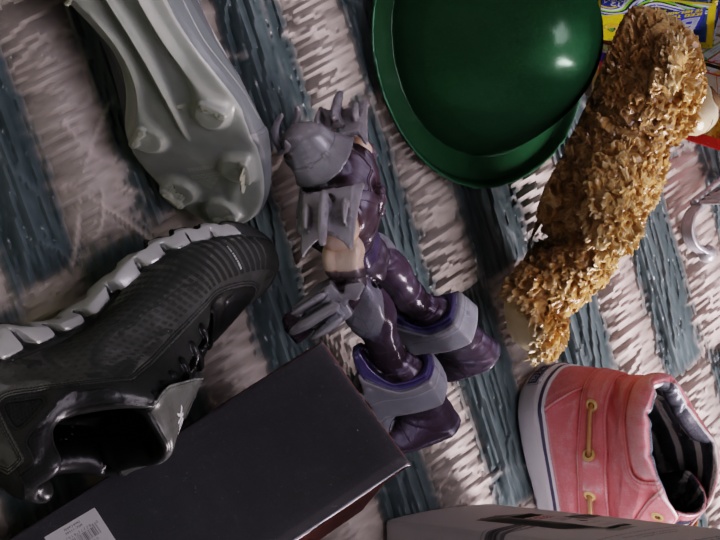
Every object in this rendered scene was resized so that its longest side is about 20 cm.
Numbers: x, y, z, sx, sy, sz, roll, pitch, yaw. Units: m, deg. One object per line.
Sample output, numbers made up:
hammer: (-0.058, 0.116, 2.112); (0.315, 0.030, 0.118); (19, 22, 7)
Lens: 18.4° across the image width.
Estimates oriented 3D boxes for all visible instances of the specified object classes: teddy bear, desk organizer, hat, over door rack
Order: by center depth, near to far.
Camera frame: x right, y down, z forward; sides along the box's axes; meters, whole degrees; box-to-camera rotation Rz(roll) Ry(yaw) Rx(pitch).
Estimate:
desk organizer: (-0.083, 0.123, 1.015); (0.200, 0.077, 0.072); (-32, 78, -24)
hat: (0.117, -0.126, 1.146); (0.200, 0.176, 0.166); (-13, 99, -44)
teddy bear: (0.133, -0.039, 1.183); (0.200, 0.067, 0.145); (-64, 173, -6)
over door rack: (0.306, -0.069, 1.356); (0.200, 0.148, 0.067); (-47, 120, -34)

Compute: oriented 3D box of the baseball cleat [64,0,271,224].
baseball cleat: (-0.084, -0.117, 1.024); (0.107, 0.070, 0.200); (-72, 148, -43)

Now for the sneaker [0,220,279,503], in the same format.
sneaker: (-0.099, 0.046, 0.984); (0.200, 0.090, 0.067); (-28, 150, -38)

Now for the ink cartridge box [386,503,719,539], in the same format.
ink cartridge box: (0.107, 0.200, 1.120); (0.083, 0.200, 0.147); (-2, 91, -42)

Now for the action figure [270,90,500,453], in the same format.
action figure: (0.000, 0.000, 1.092); (0.200, 0.069, 0.130); (62, 32, -37)

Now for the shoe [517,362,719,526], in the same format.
shoe: (0.154, 0.147, 1.243); (0.071, 0.091, 0.201); (-28, 109, -41)

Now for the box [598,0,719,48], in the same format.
box: (0.175, -0.229, 1.254); (0.064, 0.070, 0.201); (72, 25, -70)

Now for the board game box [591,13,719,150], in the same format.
board game box: (0.255, -0.109, 1.268); (0.151, 0.200, 0.046); (-27, 127, -41)
